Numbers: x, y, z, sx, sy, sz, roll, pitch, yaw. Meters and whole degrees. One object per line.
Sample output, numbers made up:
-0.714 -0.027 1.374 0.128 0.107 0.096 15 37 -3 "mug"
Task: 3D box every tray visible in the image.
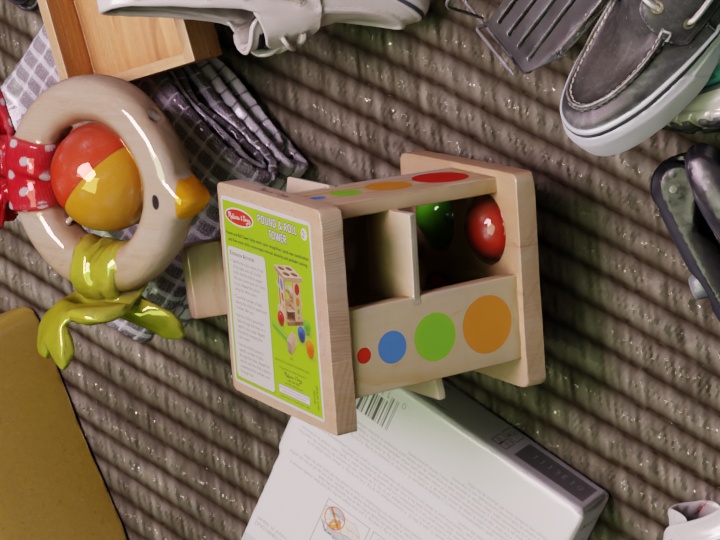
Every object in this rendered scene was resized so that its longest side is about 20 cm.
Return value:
-0.156 -0.213 1.199 0.098 0.037 0.201 -12 95 30 "tray"

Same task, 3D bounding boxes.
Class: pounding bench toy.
0.000 0.000 1.181 0.200 0.155 0.125 17 115 58 "pounding bench toy"

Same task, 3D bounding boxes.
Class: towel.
-0.153 -0.076 1.288 0.200 0.085 0.166 46 121 14 "towel"

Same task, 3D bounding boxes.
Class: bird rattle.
-0.164 -0.046 1.201 0.163 0.112 0.200 -45 67 32 "bird rattle"

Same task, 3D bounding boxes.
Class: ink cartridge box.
0.034 0.158 1.254 0.200 0.043 0.174 34 119 21 "ink cartridge box"

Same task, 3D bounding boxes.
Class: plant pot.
-0.319 0.164 1.387 0.194 0.200 0.196 -22 91 34 "plant pot"

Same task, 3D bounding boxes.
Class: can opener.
0.220 0.022 1.092 0.063 0.079 0.201 -25 97 26 "can opener"

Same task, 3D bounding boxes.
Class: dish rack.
0.072 -0.214 1.105 0.200 0.054 0.154 54 125 29 "dish rack"

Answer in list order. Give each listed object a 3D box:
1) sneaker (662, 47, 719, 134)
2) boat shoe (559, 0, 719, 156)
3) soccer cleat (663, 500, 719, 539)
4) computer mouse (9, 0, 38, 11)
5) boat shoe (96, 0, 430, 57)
0.233 -0.122 1.040 0.199 0.077 0.080 -8 89 33 "sneaker"
0.161 -0.152 1.030 0.200 0.071 0.072 -53 46 11 "boat shoe"
0.197 0.180 1.146 0.085 0.068 0.200 45 119 25 "soccer cleat"
-0.318 -0.206 1.383 0.200 0.046 0.141 -27 89 35 "computer mouse"
-0.055 -0.156 1.151 0.072 0.199 0.066 -5 77 65 "boat shoe"
